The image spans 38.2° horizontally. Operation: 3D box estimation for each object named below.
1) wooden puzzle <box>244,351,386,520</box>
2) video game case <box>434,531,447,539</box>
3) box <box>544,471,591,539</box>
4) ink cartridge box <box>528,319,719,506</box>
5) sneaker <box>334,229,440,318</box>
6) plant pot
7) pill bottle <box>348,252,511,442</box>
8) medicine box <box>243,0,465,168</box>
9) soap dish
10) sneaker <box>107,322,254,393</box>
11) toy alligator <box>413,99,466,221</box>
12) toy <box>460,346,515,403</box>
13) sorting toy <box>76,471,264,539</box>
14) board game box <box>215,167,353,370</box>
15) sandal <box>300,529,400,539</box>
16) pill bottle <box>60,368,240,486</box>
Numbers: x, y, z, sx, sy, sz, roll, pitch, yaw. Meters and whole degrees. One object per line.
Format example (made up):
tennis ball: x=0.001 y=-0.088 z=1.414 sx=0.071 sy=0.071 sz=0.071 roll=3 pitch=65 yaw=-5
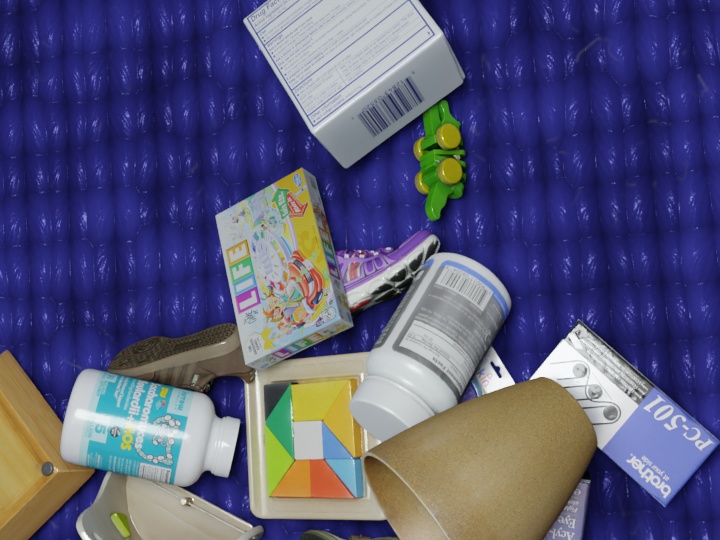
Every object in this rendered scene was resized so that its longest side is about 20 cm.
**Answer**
wooden puzzle: x=-0.052 y=0.195 z=1.212 sx=0.197 sy=0.037 sz=0.189 roll=-7 pitch=82 yaw=29
video game case: x=0.131 y=0.400 z=1.074 sx=0.180 sy=0.022 sz=0.203 roll=20 pitch=90 yaw=14
box: x=0.168 y=0.312 z=1.139 sx=0.145 sy=0.104 sz=0.204 roll=7 pitch=85 yaw=13
ink cartridge box: x=0.290 y=0.157 z=1.157 sx=0.199 sy=0.044 sz=0.094 roll=41 pitch=95 yaw=13
sneaker: x=0.000 y=0.000 z=1.225 sx=0.198 sy=0.081 sz=0.085 roll=-28 pitch=73 yaw=9
plant pot: x=0.131 y=0.200 z=1.028 sx=0.199 sy=0.187 sz=0.187 roll=-34 pitch=77 yaw=-19
pill bottle: x=0.075 y=0.091 z=1.142 sx=0.112 sy=0.114 sz=0.201 roll=27 pitch=65 yaw=14
medicine box: x=-0.009 y=-0.260 z=1.216 sx=0.181 sy=0.103 sz=0.202 roll=-35 pitch=61 yaw=7
soap dish: x=-0.448 y=0.227 z=1.298 sx=0.157 sy=0.081 sz=0.201 roll=-43 pitch=76 yaw=5
sneaker: x=-0.219 y=0.123 z=1.263 sx=0.197 sy=0.071 sz=0.076 roll=-12 pitch=117 yaw=27
toy alligator: x=0.100 y=-0.156 z=1.234 sx=0.053 sy=0.059 sz=0.204 roll=7 pitch=75 yaw=-31
toy: x=0.082 y=0.164 z=1.202 sx=0.198 sy=0.047 sz=0.116 roll=-34 pitch=79 yaw=8
sorting toy: x=-0.239 y=0.308 z=1.191 sx=0.197 sy=0.180 sz=0.108 roll=24 pitch=89 yaw=14
board game box: x=-0.093 y=-0.002 z=1.226 sx=0.133 sy=0.034 sz=0.203 roll=-26 pitch=63 yaw=21
sandal: x=0.001 y=0.333 z=1.169 sx=0.199 sy=0.057 sz=0.081 roll=-10 pitch=83 yaw=45
pill bottle: x=-0.245 y=0.189 z=1.227 sx=0.196 sy=0.111 sz=0.113 roll=13 pitch=87 yaw=-7
